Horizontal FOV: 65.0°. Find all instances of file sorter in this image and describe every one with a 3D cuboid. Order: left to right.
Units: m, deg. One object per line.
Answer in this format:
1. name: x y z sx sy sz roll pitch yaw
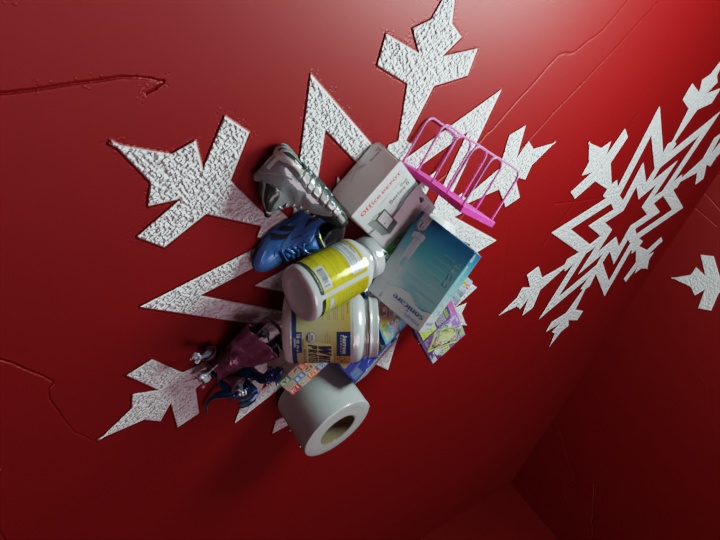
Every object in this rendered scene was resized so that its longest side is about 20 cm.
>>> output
1. file sorter: 0.203 -0.207 1.157 0.137 0.200 0.127 14 114 -49

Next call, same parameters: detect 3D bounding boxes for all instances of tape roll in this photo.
1. tape roll: -0.094 0.350 1.440 0.200 0.140 0.205 -29 148 -20

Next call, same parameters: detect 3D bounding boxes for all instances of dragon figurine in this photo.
1. dragon figurine: -0.262 0.260 1.235 0.199 0.100 0.059 -41 144 -5

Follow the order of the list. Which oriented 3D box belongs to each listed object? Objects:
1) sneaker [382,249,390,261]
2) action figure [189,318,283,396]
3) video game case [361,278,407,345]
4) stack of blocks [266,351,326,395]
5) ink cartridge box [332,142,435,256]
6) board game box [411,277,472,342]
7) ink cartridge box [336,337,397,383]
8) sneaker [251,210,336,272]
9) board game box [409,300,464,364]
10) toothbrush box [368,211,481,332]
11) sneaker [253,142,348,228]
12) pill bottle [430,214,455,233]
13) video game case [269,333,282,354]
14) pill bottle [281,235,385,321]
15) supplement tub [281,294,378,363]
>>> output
1. sneaker: 0.000 0.000 1.262 0.197 0.075 0.082 -13 134 -38
2. action figure: -0.267 0.174 1.176 0.197 0.150 0.135 -30 111 9
3. video game case: 0.090 0.062 1.352 0.199 0.018 0.146 -38 113 -38
4. stack of blocks: -0.118 0.184 1.307 0.199 0.059 0.116 -41 144 -5
5. ink cartridge box: 0.050 -0.141 1.164 0.146 0.084 0.199 -48 144 4
6. board game box: 0.214 0.091 1.504 0.201 0.061 0.200 -52 173 7
7. ink cartridge box: 0.017 0.200 1.408 0.137 0.076 0.200 -49 172 4
8. sneaker: -0.120 -0.056 1.086 0.199 0.079 0.066 -38 146 -7
9. board game box: 0.193 0.147 1.390 0.119 0.032 0.201 -37 144 -4
10. toothbrush box: 0.133 0.006 1.179 0.202 0.145 0.085 -55 160 6
11. sneaker: -0.117 -0.124 1.019 0.115 0.075 0.200 -39 124 8
12. pill bottle: 0.144 -0.018 1.303 0.114 0.112 0.204 39 69 -54
13. video game case: -0.128 0.184 1.364 0.142 0.019 0.202 -36 144 -12
14. pill bottle: -0.048 0.008 1.109 0.198 0.112 0.114 -28 142 -35
15. supplement tub: -0.062 0.118 1.178 0.194 0.147 0.147 0 134 -3
